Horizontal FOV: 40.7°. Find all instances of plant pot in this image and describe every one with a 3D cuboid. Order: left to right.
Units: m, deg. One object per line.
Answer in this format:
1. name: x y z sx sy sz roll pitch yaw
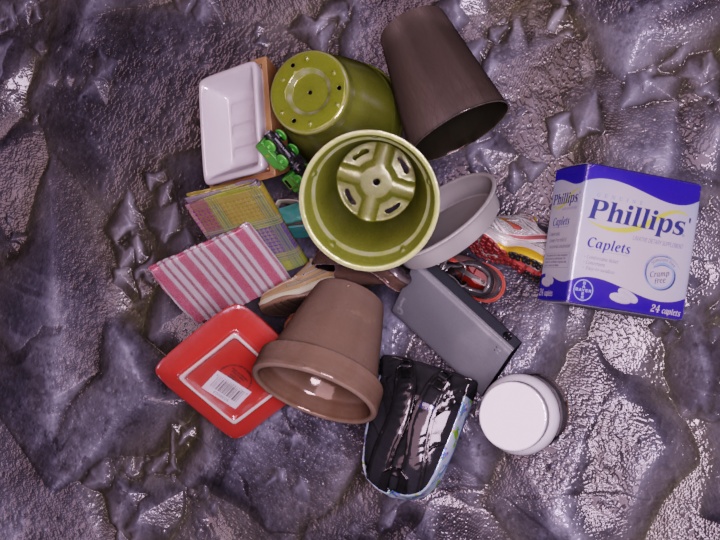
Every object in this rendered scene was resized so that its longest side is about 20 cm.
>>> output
1. plant pot: -0.051 -0.261 1.550 0.199 0.193 0.202 -2 85 18
2. plant pot: -0.044 0.114 1.476 0.199 0.201 0.176 11 62 18
3. plant pot: 0.018 -0.118 1.448 0.199 0.184 0.202 1 104 4

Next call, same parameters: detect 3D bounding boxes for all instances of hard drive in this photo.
1. hard drive: 0.144 0.084 1.498 0.200 0.140 0.033 43 55 16

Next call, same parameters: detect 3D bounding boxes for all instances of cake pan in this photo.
1. cake pan: 0.125 -0.072 1.461 0.200 0.201 0.037 -32 112 13

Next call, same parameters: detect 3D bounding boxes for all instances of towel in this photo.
1. towel: -0.233 0.004 1.623 0.199 0.147 0.030 -23 41 13
2. towel: -0.184 -0.066 1.594 0.143 0.201 0.023 -13 43 20

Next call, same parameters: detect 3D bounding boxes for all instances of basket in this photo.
1. basket: 0.119 -0.303 1.533 0.180 0.136 0.201 -31 72 32

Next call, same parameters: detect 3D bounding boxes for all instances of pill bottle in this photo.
1. pill bottle: 0.237 0.207 1.413 0.115 0.200 0.117 -2 85 18

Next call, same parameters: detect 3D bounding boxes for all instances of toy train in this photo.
1. toy train: -0.091 -0.141 1.553 0.200 0.056 0.042 50 59 -14

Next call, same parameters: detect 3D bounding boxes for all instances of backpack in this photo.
1. backpack: 0.082 0.254 1.501 0.162 0.154 0.201 13 68 14

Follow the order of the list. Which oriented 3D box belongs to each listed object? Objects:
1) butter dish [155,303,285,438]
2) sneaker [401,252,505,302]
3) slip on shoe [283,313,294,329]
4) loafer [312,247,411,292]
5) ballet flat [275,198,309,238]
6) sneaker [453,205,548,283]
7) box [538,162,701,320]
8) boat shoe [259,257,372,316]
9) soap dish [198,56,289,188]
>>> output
1. butter dish: -0.202 0.139 1.597 0.199 0.148 0.200 -38 115 17
2. sneaker: 0.132 -0.011 1.527 0.199 0.082 0.078 19 91 18
3. slip on shoe: -0.049 0.144 1.580 0.200 0.061 0.074 41 97 8
4. loafer: 0.000 0.000 1.510 0.199 0.073 0.071 24 86 48
5. ballet flat: -0.151 -0.082 1.642 0.199 0.067 0.071 -9 58 17
6. sneaker: 0.233 -0.052 1.513 0.199 0.078 0.082 28 66 23
7. box: 0.373 -0.040 1.404 0.182 0.105 0.202 9 87 -12
8. boat shoe: -0.076 0.017 1.608 0.199 0.072 0.077 -16 66 9
9. soap dish: -0.195 -0.240 1.633 0.157 0.081 0.202 -10 83 38
